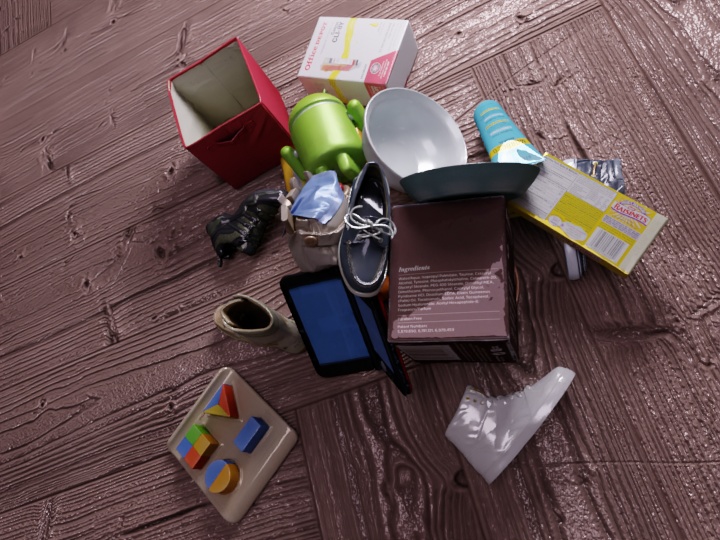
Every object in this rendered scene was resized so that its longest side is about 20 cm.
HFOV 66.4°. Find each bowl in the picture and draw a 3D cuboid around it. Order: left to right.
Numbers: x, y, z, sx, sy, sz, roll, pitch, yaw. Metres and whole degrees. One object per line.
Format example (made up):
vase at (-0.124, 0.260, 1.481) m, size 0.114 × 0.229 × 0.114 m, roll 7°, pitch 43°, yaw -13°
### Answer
bowl at (0.079, -0.209, 0.959) m, size 0.199 × 0.090 × 0.203 m, roll 11°, pitch 63°, yaw -23°

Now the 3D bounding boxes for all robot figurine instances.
robot figurine at (-0.061, -0.233, 0.995) m, size 0.175 × 0.115 × 0.201 m, roll -31°, pitch 65°, yaw 17°

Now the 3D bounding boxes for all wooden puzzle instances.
wooden puzzle at (-0.231, 0.295, 0.951) m, size 0.199 × 0.046 × 0.186 m, roll 35°, pitch 86°, yaw 27°

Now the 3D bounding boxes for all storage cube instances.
storage cube at (-0.245, -0.299, 1.085) m, size 0.170 × 0.180 × 0.201 m, roll -27°, pitch 66°, yaw 10°

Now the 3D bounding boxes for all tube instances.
tube at (0.233, -0.214, 0.900) m, size 0.077 × 0.051 × 0.201 m, roll -23°, pitch 39°, yaw 12°

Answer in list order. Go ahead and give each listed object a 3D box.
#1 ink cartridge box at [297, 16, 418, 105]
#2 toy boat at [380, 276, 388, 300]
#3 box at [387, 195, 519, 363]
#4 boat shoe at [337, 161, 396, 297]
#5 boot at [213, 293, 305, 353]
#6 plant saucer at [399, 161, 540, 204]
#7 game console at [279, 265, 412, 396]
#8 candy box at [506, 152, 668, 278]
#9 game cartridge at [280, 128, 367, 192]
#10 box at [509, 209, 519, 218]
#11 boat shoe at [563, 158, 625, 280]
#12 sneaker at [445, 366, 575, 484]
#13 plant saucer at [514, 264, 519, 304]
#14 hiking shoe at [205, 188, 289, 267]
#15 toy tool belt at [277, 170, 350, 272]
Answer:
ink cartridge box at (-0.006, -0.411, 1.085) m, size 0.198 × 0.083 × 0.146 m, roll 14°, pitch 78°, yaw 24°
toy boat at (0.000, 0.000, 0.938) m, size 0.200 × 0.131 × 0.131 m, roll -43°, pitch 92°, yaw 2°
box at (0.139, 0.023, 0.802) m, size 0.163 × 0.166 × 0.202 m, roll -4°, pitch 71°, yaw 19°
boat shoe at (0.012, -0.061, 0.763) m, size 0.074 × 0.062 × 0.202 m, roll 11°, pitch 58°, yaw -5°
boot at (-0.201, 0.083, 0.950) m, size 0.198 × 0.155 × 0.073 m, roll 14°, pitch 77°, yaw 24°
plant saucer at (0.155, -0.117, 0.790) m, size 0.198 × 0.200 × 0.036 m, roll -3°, pitch 89°, yaw 19°
game console at (-0.025, 0.099, 0.846) m, size 0.118 × 0.201 × 0.172 m, roll -25°, pitch 23°, yaw -11°
candy box at (0.326, -0.084, 0.804) m, size 0.199 × 0.026 × 0.102 m, roll 37°, pitch 81°, yaw 23°
game cartridge at (-0.058, -0.159, 1.049) m, size 0.175 × 0.032 × 0.202 m, roll -20°, pitch 65°, yaw 13°
box at (0.220, -0.115, 0.906) m, size 0.198 × 0.075 × 0.051 m, roll -12°, pitch 68°, yaw 15°
boat shoe at (0.358, -0.084, 0.843) m, size 0.090 × 0.071 × 0.202 m, roll -1°, pitch 71°, yaw 22°
sneaker at (0.210, 0.195, 0.804) m, size 0.115 × 0.074 × 0.200 m, roll 41°, pitch 91°, yaw 24°
plant saucer at (0.159, 0.031, 0.902) m, size 0.198 × 0.032 × 0.202 m, roll -6°, pitch 71°, yaw 18°
hiking shoe at (-0.205, -0.081, 1.059) m, size 0.199 × 0.076 × 0.102 m, roll -27°, pitch 72°, yaw 25°
toy tool belt at (-0.065, -0.102, 0.856) m, size 0.124 × 0.123 × 0.201 m, roll -15°, pitch 38°, yaw 26°
